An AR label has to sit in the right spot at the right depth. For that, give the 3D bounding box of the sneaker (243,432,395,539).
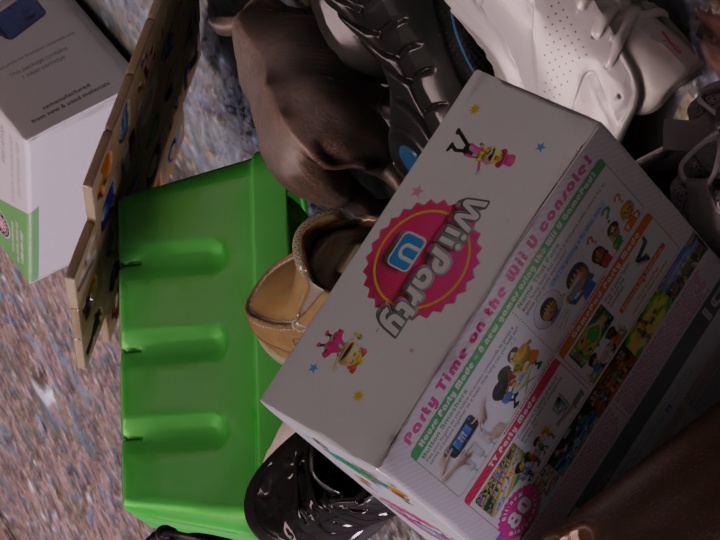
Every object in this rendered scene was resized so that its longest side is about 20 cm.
[{"bbox_3d":[0.004,0.076,1.232,0.199,0.104,0.060,-20,73,35],"label":"sneaker"}]

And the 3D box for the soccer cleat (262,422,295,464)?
[{"bbox_3d":[0.018,0.040,1.356,0.069,0.200,0.078,31,-171,-18],"label":"soccer cleat"}]

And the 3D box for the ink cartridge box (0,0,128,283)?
[{"bbox_3d":[-0.218,-0.116,1.739,0.200,0.087,0.146,51,155,25],"label":"ink cartridge box"}]

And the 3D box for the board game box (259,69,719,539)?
[{"bbox_3d":[0.069,0.039,1.090,0.064,0.148,0.200,28,170,37],"label":"board game box"}]

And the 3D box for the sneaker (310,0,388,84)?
[{"bbox_3d":[-0.007,-0.180,1.290,0.079,0.075,0.200,-14,114,54],"label":"sneaker"}]

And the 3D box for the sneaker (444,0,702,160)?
[{"bbox_3d":[0.094,-0.102,1.177,0.099,0.078,0.201,3,120,42],"label":"sneaker"}]

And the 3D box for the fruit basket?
[{"bbox_3d":[-0.020,0.042,1.466,0.216,0.215,0.156,56,177,11],"label":"fruit basket"}]

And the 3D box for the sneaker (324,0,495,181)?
[{"bbox_3d":[0.048,-0.088,1.240,0.073,0.082,0.201,26,146,49],"label":"sneaker"}]

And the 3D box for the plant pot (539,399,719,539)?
[{"bbox_3d":[0.180,0.118,1.072,0.200,0.198,0.201,44,151,32],"label":"plant pot"}]

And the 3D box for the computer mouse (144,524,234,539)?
[{"bbox_3d":[-0.038,0.159,1.401,0.200,0.140,0.046,102,179,-83],"label":"computer mouse"}]

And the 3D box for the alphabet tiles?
[{"bbox_3d":[-0.115,-0.057,1.496,0.006,0.201,0.167,15,153,6],"label":"alphabet tiles"}]

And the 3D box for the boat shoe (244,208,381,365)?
[{"bbox_3d":[0.000,0.000,1.267,0.076,0.072,0.200,35,156,-27],"label":"boat shoe"}]

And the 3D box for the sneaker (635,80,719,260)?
[{"bbox_3d":[0.152,-0.037,1.073,0.082,0.075,0.200,21,157,-11],"label":"sneaker"}]

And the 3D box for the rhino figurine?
[{"bbox_3d":[-0.023,-0.088,1.374,0.087,0.060,0.200,30,-160,-30],"label":"rhino figurine"}]
